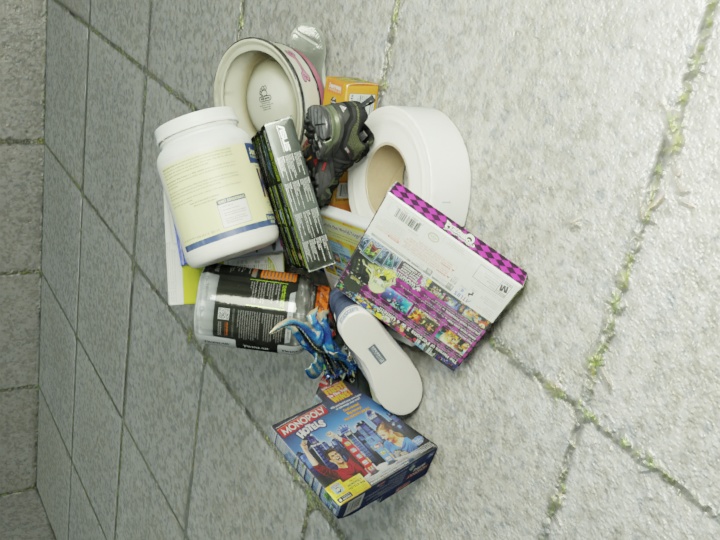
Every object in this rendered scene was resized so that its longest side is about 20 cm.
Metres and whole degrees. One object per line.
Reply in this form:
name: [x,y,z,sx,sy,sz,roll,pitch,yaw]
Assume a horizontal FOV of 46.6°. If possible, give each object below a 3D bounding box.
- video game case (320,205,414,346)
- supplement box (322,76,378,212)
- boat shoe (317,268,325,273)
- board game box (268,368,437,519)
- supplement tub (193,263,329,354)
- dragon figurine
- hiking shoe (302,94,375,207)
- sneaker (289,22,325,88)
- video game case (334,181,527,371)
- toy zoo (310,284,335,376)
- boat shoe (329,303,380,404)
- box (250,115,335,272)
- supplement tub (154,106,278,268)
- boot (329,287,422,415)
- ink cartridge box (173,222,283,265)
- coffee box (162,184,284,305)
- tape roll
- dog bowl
video game case: [0.000,0.000,1.195,0.199,0.023,0.185,23,137,54]
supplement box: [-0.025,-0.187,1.267,0.066,0.068,0.204,28,115,48]
boat shoe: [-0.078,-0.098,1.354,0.072,0.071,0.205,8,101,57]
board game box: [-0.028,0.236,1.175,0.199,0.198,0.063,41,129,30]
supplement tub: [-0.148,0.061,1.279,0.123,0.195,0.125,-172,90,-89]
dragon figurine: [-0.055,0.108,1.142,0.058,0.200,0.101,-29,78,8]
hiking shoe: [-0.026,-0.154,1.131,0.201,0.099,0.077,109,140,-63]
sneaker: [-0.082,-0.296,1.351,0.080,0.069,0.205,-113,23,-70]
video game case: [0.083,0.013,1.057,0.198,0.036,0.182,34,132,4]
toy zoo: [-0.029,0.096,1.352,0.132,0.020,0.202,56,137,36]
boat shoe: [-0.024,0.138,1.263,0.074,0.065,0.203,-138,31,-69]
box: [-0.099,-0.104,1.172,0.193,0.047,0.204,-173,66,-75]
supplement tub: [-0.211,-0.119,1.213,0.144,0.143,0.204,-16,92,56]
boot: [0.023,0.110,1.188,0.202,0.072,0.091,61,179,-30]
ink cartridge box: [-0.195,-0.080,1.310,0.042,0.195,0.122,-149,50,-83]
coffee box: [-0.228,-0.054,1.428,0.200,0.193,0.205,-152,59,-81]
tape roll: [0.062,-0.120,1.139,0.201,0.070,0.207,10,102,56]
dog bowl: [-0.137,-0.259,1.296,0.197,0.073,0.204,16,116,37]
